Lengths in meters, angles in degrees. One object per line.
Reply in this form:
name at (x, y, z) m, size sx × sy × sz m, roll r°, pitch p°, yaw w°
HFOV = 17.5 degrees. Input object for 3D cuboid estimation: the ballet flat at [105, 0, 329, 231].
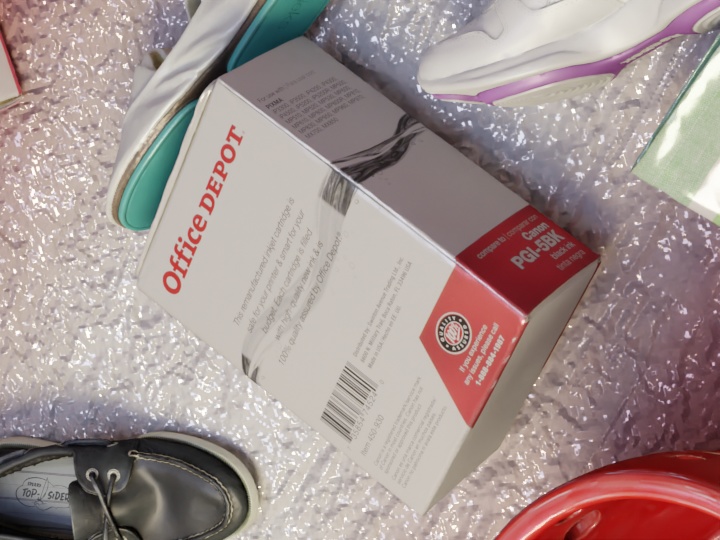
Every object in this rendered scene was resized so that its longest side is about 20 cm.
ballet flat at (-0.079, -0.110, 1.225) m, size 0.069 × 0.069 × 0.200 m, roll 43°, pitch 118°, yaw 12°

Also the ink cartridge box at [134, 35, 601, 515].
ink cartridge box at (0.000, 0.000, 1.183) m, size 0.200 × 0.083 × 0.147 m, roll 38°, pitch 130°, yaw 15°

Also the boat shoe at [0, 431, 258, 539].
boat shoe at (-0.154, 0.132, 1.335) m, size 0.198 × 0.066 × 0.075 m, roll 6°, pitch 108°, yaw 29°

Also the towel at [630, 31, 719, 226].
towel at (0.242, -0.050, 1.040) m, size 0.199 × 0.023 × 0.153 m, roll 31°, pitch 121°, yaw 0°

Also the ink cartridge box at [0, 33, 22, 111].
ink cartridge box at (-0.309, -0.131, 1.334) m, size 0.199 × 0.083 × 0.148 m, roll -16°, pitch 97°, yaw 33°

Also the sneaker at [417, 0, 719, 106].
sneaker at (0.109, -0.141, 1.102) m, size 0.199 × 0.075 × 0.100 m, roll -23°, pitch 81°, yaw 28°

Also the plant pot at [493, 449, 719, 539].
plant pot at (0.168, 0.175, 1.080) m, size 0.199 × 0.182 × 0.202 m, roll 4°, pitch 99°, yaw 30°
